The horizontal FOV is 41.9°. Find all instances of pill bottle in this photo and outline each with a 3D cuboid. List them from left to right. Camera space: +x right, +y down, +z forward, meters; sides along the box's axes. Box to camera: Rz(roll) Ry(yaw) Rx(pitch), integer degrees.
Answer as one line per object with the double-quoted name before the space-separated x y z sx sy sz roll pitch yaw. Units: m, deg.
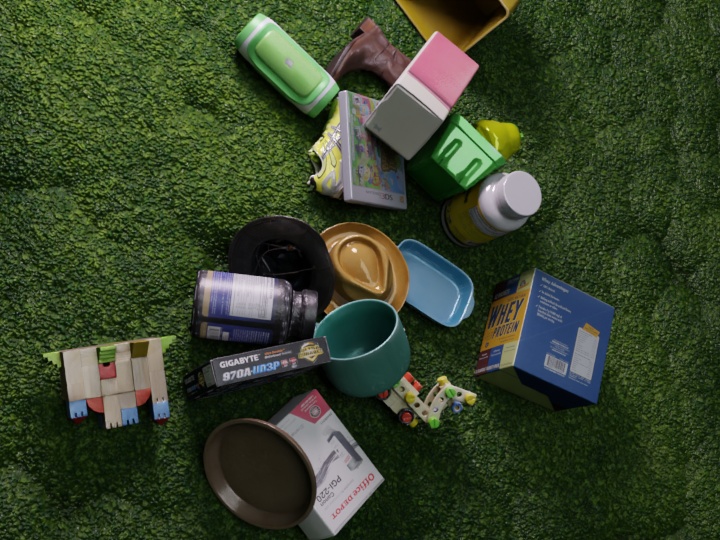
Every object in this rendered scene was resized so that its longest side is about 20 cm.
"pill bottle" -0.174 0.065 1.544 0.199 0.112 0.112 7 72 -9
"pill bottle" 0.248 -0.119 1.779 0.112 0.200 0.113 7 75 -26

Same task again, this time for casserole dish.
"casserole dish" 0.125 0.027 1.772 0.200 0.039 0.121 33 65 -14

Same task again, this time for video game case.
"video game case" 0.025 -0.218 1.738 0.182 0.022 0.201 4 81 -55

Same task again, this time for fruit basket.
"fruit basket" 0.207 -0.236 1.791 0.155 0.216 0.216 42 62 -9

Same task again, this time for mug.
"mug" 0.001 0.134 1.605 0.152 0.185 0.115 -30 124 -12

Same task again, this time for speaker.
"speaker" -0.135 -0.375 1.727 0.200 0.088 0.089 42 62 -10

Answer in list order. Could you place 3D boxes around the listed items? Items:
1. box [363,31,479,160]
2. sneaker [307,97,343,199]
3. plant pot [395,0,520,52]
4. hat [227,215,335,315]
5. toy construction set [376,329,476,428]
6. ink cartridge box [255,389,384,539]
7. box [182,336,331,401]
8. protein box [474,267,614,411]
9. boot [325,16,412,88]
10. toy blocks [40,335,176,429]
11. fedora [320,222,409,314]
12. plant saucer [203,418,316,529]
"box" 0.114 -0.321 1.721 0.109 0.128 0.200 38 49 -6
"sneaker" -0.053 -0.234 1.736 0.076 0.075 0.201 10 68 -18
"plant pot" 0.220 -0.574 1.905 0.200 0.200 0.176 52 50 -5
"hat" -0.132 -0.009 1.622 0.201 0.201 0.081 42 18 -11
"toy construction set" 0.097 0.201 1.677 0.131 0.092 0.200 -43 86 0
"ink cartridge box" -0.078 0.321 1.554 0.146 0.085 0.200 -41 98 -39
"box" -0.168 0.159 1.520 0.199 0.159 0.046 -10 80 -28
"protein box" 0.354 0.136 1.800 0.198 0.135 0.200 25 67 -18
"boot" 0.044 -0.372 1.833 0.200 0.064 0.187 42 64 -16
"toy blocks" -0.381 0.182 1.455 0.199 0.100 0.137 -7 90 -28
"fedora" 0.000 0.000 1.669 0.200 0.082 0.201 2 74 -9
"plant saucer" -0.155 0.316 1.478 0.200 0.200 0.029 53 32 -5
